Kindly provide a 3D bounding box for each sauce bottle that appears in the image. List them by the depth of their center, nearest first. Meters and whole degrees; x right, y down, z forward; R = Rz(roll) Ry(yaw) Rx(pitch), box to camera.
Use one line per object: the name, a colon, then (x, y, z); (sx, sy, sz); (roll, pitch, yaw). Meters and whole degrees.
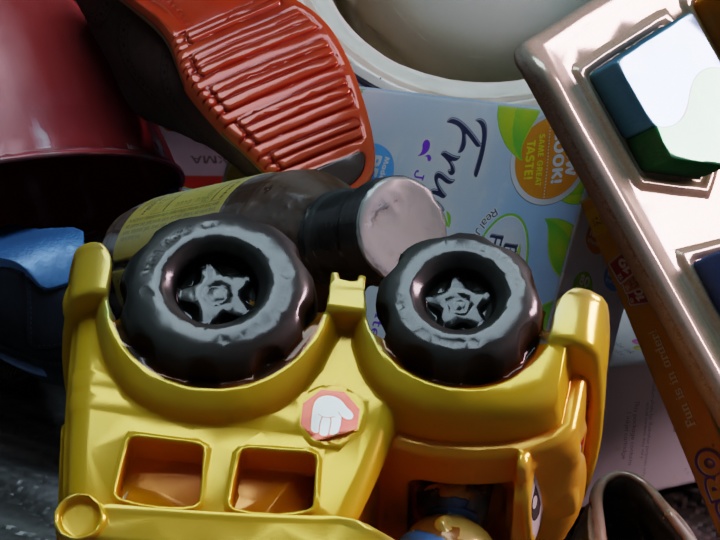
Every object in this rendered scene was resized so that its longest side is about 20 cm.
sauce bottle: (-0.035, -0.006, 1.184); (0.064, 0.065, 0.200); (-8, 1, -31)

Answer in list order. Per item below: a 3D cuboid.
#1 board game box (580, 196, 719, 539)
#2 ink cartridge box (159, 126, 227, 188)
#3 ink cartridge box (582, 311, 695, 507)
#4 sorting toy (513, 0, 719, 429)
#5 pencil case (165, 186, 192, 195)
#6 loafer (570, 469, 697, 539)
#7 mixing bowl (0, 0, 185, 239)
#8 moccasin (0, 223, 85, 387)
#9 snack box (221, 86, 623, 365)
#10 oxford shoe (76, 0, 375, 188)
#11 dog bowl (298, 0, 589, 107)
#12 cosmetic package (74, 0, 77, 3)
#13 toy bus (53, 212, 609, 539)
board game box: (0.153, 0.035, 1.182); (0.030, 0.201, 0.095); (-23, -3, 44)
ink cartridge box: (-0.023, -0.056, 1.501); (0.161, 0.051, 0.200); (0, 1, -10)
ink cartridge box: (0.131, 0.040, 1.319); (0.199, 0.068, 0.116); (-9, 24, -33)
sorting toy: (0.161, -0.040, 1.181); (0.036, 0.186, 0.200); (-26, 5, 43)
pencil case: (0.000, 0.000, 1.376); (0.199, 0.087, 0.078); (0, 45, -9)
loafer: (0.114, 0.136, 1.062); (0.071, 0.063, 0.200); (-1, 21, -17)
mixing bowl: (-0.187, -0.072, 1.366); (0.199, 0.109, 0.200); (-13, -10, -2)
moccasin: (-0.166, 0.021, 1.301); (0.080, 0.069, 0.200); (-16, 8, -18)
snack box: (0.019, -0.001, 1.248); (0.199, 0.143, 0.053); (10, -7, 43)
oxford shoe: (-0.059, -0.083, 1.282); (0.071, 0.073, 0.200); (-19, 53, -26)
dog bowl: (0.062, -0.139, 1.361); (0.199, 0.074, 0.201); (-2, 63, 4)
cosmetic package: (-0.088, -0.170, 1.487); (0.199, 0.124, 0.199); (-17, -18, 42)
toy bus: (-0.015, 0.093, 1.059); (0.199, 0.136, 0.193); (3, 52, 3)
